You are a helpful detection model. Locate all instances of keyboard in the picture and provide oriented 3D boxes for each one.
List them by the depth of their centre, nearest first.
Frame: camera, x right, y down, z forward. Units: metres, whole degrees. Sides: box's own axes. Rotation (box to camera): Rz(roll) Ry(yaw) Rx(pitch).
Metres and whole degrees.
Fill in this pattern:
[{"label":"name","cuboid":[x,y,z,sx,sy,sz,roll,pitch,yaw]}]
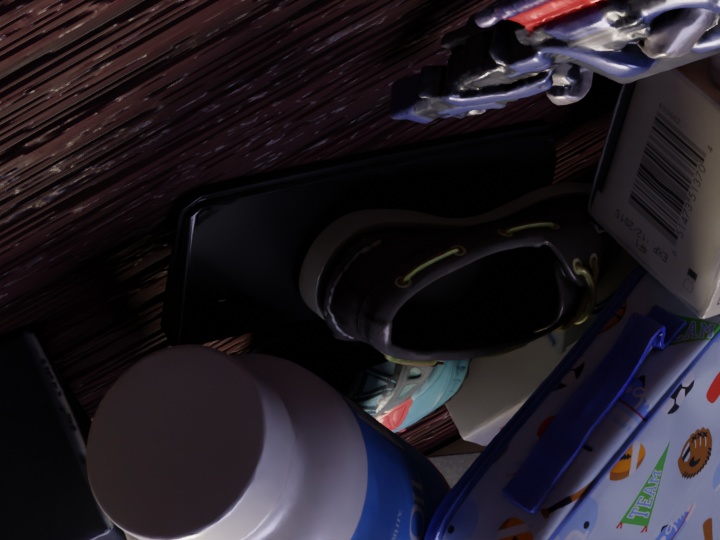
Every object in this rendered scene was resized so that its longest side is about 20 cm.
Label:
[{"label":"keyboard","cuboid":[0.000,0.000,0.965,0.200,0.021,0.127,-12,127,-31]}]

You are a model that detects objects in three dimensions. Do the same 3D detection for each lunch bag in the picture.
[{"label":"lunch bag","cuboid":[0.120,0.094,0.984,0.200,0.076,0.160,-50,142,-14]}]

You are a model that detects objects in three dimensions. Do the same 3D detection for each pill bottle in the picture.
[{"label":"pill bottle","cuboid":[-0.037,0.102,0.933,0.112,0.112,0.200,-31,152,11]}]

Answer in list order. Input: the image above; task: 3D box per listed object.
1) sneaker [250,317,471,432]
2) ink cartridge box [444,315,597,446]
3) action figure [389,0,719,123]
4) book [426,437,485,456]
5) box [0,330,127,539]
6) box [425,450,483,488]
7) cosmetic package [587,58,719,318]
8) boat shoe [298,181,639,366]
[{"label":"sneaker","cuboid":[-0.042,0.070,1.070,0.200,0.079,0.095,-45,143,21]},{"label":"ink cartridge box","cuboid":[0.143,0.015,1.118,0.200,0.086,0.146,-34,158,15]},{"label":"action figure","cuboid":[0.096,-0.115,0.807,0.193,0.105,0.200,6,168,-42]},{"label":"book","cuboid":[0.022,0.193,1.388,0.200,0.048,0.134,-31,139,3]},{"label":"box","cuboid":[-0.203,0.132,0.965,0.200,0.104,0.148,-25,158,-4]},{"label":"box","cuboid":[0.093,0.158,1.134,0.200,0.115,0.132,-7,166,8]},{"label":"cosmetic package","cuboid":[0.213,-0.064,0.967,0.200,0.087,0.103,-16,136,-32]},{"label":"boat shoe","cuboid":[0.069,0.007,0.965,0.201,0.061,0.072,-7,123,-35]}]
